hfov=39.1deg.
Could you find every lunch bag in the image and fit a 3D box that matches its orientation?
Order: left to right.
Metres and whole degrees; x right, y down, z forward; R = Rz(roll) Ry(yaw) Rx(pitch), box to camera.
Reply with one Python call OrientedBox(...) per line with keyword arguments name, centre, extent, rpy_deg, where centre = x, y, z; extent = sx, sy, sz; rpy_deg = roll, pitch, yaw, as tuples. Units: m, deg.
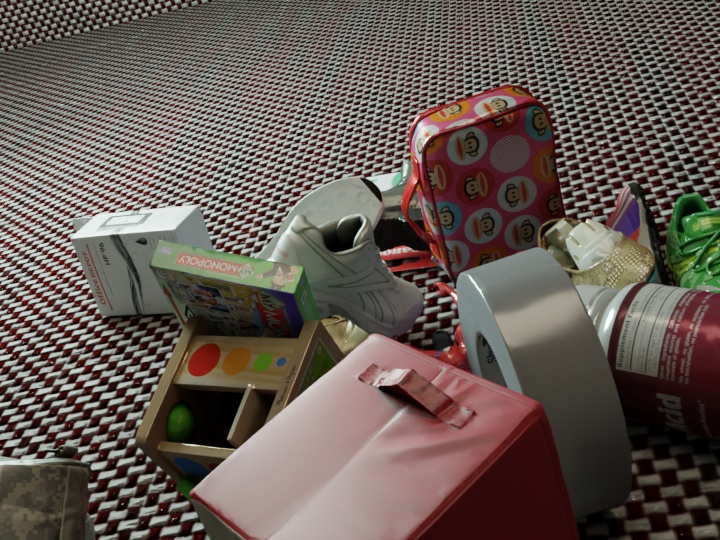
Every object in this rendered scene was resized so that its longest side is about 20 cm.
OrientedBox(name="lunch bag", centre=(-0.278, 0.232, 0.736), extent=(0.164, 0.205, 0.139), rpy_deg=(-5, -16, 22))
OrientedBox(name="lunch bag", centre=(0.129, -0.085, 1.103), extent=(0.173, 0.203, 0.082), rpy_deg=(-18, 31, -6))

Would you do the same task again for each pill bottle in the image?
OrientedBox(name="pill bottle", centre=(0.263, 0.073, 0.829), extent=(0.197, 0.116, 0.114), rpy_deg=(9, 36, 40))

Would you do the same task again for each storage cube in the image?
OrientedBox(name="storage cube", centre=(0.023, 0.181, 0.675), extent=(0.179, 0.203, 0.170), rpy_deg=(-38, 35, -27))

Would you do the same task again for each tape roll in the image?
OrientedBox(name="tape roll", centre=(0.135, 0.089, 0.774), extent=(0.065, 0.204, 0.201), rpy_deg=(-18, 27, -4))

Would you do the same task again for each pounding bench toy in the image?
OrientedBox(name="pounding bench toy", centre=(-0.105, 0.157, 0.853), extent=(0.153, 0.125, 0.203), rpy_deg=(0, 53, 29))

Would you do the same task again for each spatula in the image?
OrientedBox(name="spatula", centre=(0.090, 0.104, 0.965), extent=(0.055, 0.021, 0.201), rpy_deg=(-9, 27, 0))

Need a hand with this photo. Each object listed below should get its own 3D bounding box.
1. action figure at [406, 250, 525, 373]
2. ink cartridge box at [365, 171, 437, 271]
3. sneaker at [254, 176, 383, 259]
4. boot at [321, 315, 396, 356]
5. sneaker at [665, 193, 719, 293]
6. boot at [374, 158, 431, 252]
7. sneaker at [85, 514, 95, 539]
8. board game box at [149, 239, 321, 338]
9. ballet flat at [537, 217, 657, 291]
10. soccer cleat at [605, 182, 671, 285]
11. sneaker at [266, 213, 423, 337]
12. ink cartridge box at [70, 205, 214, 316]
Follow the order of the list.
OrientedBox(name="action figure", centre=(0.104, 0.039, 0.999), extent=(0.097, 0.066, 0.200), rpy_deg=(16, 31, 21))
OrientedBox(name="ink cartridge box", centre=(0.050, -0.066, 1.277), extent=(0.158, 0.051, 0.201), rpy_deg=(-8, 26, 15))
OrientedBox(name="sneaker", centre=(-0.053, -0.022, 1.147), extent=(0.200, 0.081, 0.146), rpy_deg=(-42, -7, 1))
OrientedBox(name="boot", centre=(-0.066, 0.069, 1.070), extent=(0.196, 0.067, 0.176), rpy_deg=(-18, 27, 0))
OrientedBox(name="sneaker", centre=(0.333, -0.010, 0.978), extent=(0.073, 0.085, 0.201), rpy_deg=(-12, 28, 5))
OrientedBox(name="boot", centre=(0.042, -0.087, 1.244), extent=(0.196, 0.069, 0.132), rpy_deg=(5, 44, 17))
OrientedBox(name="sneaker", centre=(-0.337, 0.243, 0.889), extent=(0.197, 0.077, 0.114), rpy_deg=(-20, 26, -20))
OrientedBox(name="board game box", centre=(-0.098, 0.050, 0.912), extent=(0.132, 0.201, 0.030), rpy_deg=(11, 59, 16))
OrientedBox(name="ballet flat", centre=(0.216, -0.017, 0.979), extent=(0.070, 0.065, 0.200), rpy_deg=(-44, 11, -5))
OrientedBox(name="soccer cleat", centre=(0.279, -0.032, 1.075), extent=(0.072, 0.069, 0.201), rpy_deg=(-20, 25, 19))
OrientedBox(name="sneaker", centre=(0.000, 0.000, 0.955), extent=(0.198, 0.101, 0.078), rpy_deg=(14, 19, -45))
OrientedBox(name="ink cartridge box", centre=(-0.282, -0.009, 1.273), extent=(0.196, 0.118, 0.068), rpy_deg=(-4, 28, 24))
